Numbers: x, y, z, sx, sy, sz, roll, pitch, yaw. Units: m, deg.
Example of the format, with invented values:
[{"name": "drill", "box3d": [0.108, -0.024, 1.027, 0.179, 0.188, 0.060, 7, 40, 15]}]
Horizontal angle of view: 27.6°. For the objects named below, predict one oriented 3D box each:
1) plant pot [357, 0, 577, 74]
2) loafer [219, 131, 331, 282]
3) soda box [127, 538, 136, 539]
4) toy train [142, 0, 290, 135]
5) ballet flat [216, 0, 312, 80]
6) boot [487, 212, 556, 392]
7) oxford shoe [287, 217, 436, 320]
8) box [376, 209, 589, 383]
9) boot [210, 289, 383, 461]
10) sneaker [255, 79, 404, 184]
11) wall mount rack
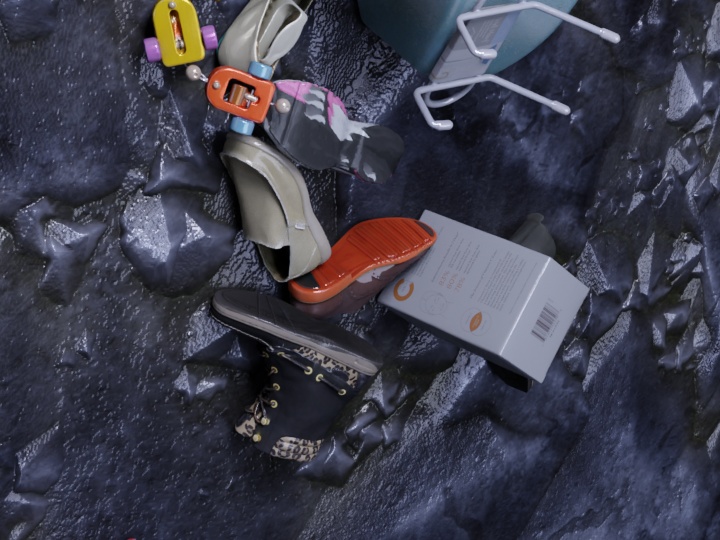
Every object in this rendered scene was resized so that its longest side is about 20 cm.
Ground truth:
[{"name": "plant pot", "box3d": [0.106, -0.313, 1.517, 0.195, 0.196, 0.200, -4, 130, -44]}, {"name": "loafer", "box3d": [-0.091, -0.059, 1.506, 0.068, 0.075, 0.200, -52, 136, -23]}, {"name": "soda box", "box3d": [-0.288, 0.357, 1.490, 0.200, 0.070, 0.064, -30, 125, -32]}, {"name": "toy train", "box3d": [-0.125, -0.238, 1.387, 0.150, 0.056, 0.201, 13, 99, -15]}, {"name": "ballet flat", "box3d": [-0.067, -0.271, 1.450, 0.069, 0.069, 0.201, 37, 79, -46]}, {"name": "boot", "box3d": [0.213, 0.042, 1.852, 0.138, 0.077, 0.201, -43, 133, -30]}, {"name": "oxford shoe", "box3d": [0.000, 0.000, 1.638, 0.199, 0.071, 0.073, -24, 140, -28]}, {"name": "box", "box3d": [0.138, 0.028, 1.677, 0.097, 0.200, 0.125, 33, 83, -46]}, {"name": "boot", "box3d": [-0.093, 0.115, 1.569, 0.199, 0.073, 0.151, 22, 110, -24]}, {"name": "sneaker", "box3d": [-0.049, -0.139, 1.505, 0.200, 0.086, 0.081, 28, 82, -48]}, {"name": "wall mount rack", "box3d": [0.151, -0.207, 1.463, 0.173, 0.075, 0.200, -14, 155, -29]}]
